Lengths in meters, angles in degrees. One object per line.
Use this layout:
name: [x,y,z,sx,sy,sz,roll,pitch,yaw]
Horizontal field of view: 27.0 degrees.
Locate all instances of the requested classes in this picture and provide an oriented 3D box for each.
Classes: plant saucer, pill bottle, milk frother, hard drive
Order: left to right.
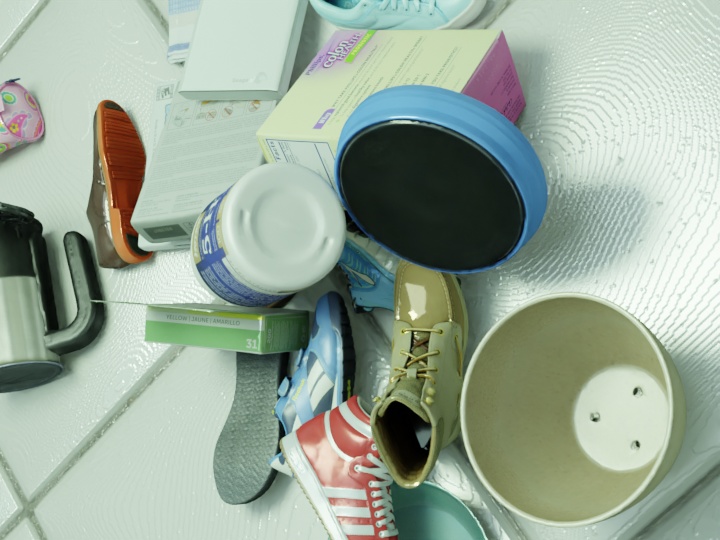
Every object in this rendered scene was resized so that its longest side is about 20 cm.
milk frother: [-0.415,0.022,1.726,0.180,0.200,0.189,-22,71,24]
hard drive: [-0.121,-0.284,1.652,0.131,0.026,0.201,3,72,29]
pill bottle: [-0.099,-0.027,1.454,0.200,0.119,0.120,154,117,-68]
plant saucer: [0.052,0.305,1.471,0.199,0.036,0.201,-6,79,32]

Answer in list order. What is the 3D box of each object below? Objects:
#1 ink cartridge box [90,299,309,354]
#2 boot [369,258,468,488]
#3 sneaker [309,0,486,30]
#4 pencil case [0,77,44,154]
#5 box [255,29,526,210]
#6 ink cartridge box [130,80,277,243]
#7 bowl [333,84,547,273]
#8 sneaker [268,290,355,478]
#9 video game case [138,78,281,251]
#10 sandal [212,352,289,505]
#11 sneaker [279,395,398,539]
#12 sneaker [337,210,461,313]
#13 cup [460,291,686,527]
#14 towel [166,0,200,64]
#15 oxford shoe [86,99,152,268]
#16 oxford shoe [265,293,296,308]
ink cartridge box: [-0.159,0.057,1.519,0.145,0.200,0.048,4,92,26]
boot: [0.053,0.090,1.407,0.072,0.155,0.201,1,102,15]
sneaker: [0.032,-0.283,1.560,0.199,0.082,0.074,-2,81,32]
pencil case: [-0.491,-0.168,1.877,0.199,0.087,0.088,-20,71,29]
box: [0.032,-0.148,1.477,0.199,0.097,0.176,6,47,32]
ink cartridge box: [-0.153,-0.130,1.647,0.162,0.057,0.201,-7,51,31]
bowl: [0.068,-0.076,1.352,0.200,0.201,0.039,-3,42,32]
sneaker: [-0.050,0.120,1.533,0.082,0.074,0.201,4,84,12]
video game case: [-0.167,-0.127,1.687,0.181,0.024,0.201,-5,74,32]
sandal: [-0.106,0.153,1.603,0.076,0.043,0.201,3,74,26]
sneaker: [0.017,0.216,1.447,0.112,0.071,0.200,-36,76,9]
sneaker: [0.000,0.000,1.518,0.200,0.078,0.090,34,111,16]
cup: [0.209,0.127,1.337,0.200,0.143,0.201,-6,79,32]
towel: [-0.165,-0.344,1.733,0.146,0.024,0.201,-6,78,31]
oxford shoe: [-0.295,-0.100,1.748,0.072,0.071,0.201,-18,72,34]
oxford shoe: [-0.066,-0.035,1.588,0.200,0.071,0.071,-50,58,14]
